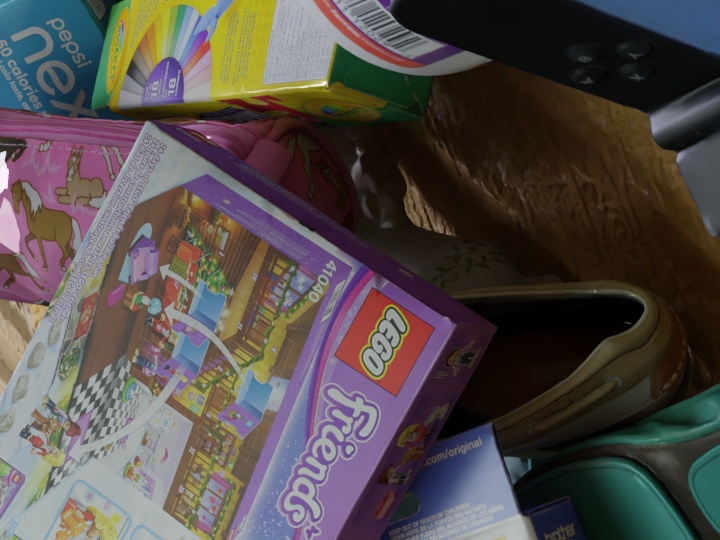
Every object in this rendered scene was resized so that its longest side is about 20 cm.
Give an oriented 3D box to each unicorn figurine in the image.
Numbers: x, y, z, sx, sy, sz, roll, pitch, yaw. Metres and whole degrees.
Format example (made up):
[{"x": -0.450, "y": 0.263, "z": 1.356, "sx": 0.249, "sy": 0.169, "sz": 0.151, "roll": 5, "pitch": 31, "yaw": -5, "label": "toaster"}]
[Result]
[{"x": 0.000, "y": 0.000, "z": 0.994, "sx": 0.200, "sy": 0.137, "sz": 0.074, "roll": 29, "pitch": 160, "yaw": 22, "label": "unicorn figurine"}]

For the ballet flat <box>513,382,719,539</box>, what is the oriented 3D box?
[{"x": 0.124, "y": 0.069, "z": 0.838, "sx": 0.200, "sy": 0.070, "sz": 0.067, "roll": -31, "pitch": 90, "yaw": 52, "label": "ballet flat"}]

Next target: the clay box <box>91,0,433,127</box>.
[{"x": -0.035, "y": -0.113, "z": 0.955, "sx": 0.200, "sy": 0.047, "sz": 0.115, "roll": 2, "pitch": 78, "yaw": 59, "label": "clay box"}]

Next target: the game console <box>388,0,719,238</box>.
[{"x": 0.129, "y": -0.044, "z": 0.646, "sx": 0.200, "sy": 0.176, "sz": 0.117, "roll": -28, "pitch": 55, "yaw": 48, "label": "game console"}]

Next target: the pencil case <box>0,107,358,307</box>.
[{"x": -0.094, "y": -0.023, "z": 0.964, "sx": 0.200, "sy": 0.086, "sz": 0.083, "roll": 8, "pitch": 86, "yaw": 38, "label": "pencil case"}]

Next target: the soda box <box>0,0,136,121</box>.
[{"x": -0.099, "y": -0.048, "z": 1.095, "sx": 0.200, "sy": 0.068, "sz": 0.064, "roll": 60, "pitch": -157, "yaw": -24, "label": "soda box"}]

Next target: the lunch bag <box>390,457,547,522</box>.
[{"x": 0.050, "y": 0.157, "z": 0.981, "sx": 0.160, "sy": 0.077, "sz": 0.201, "roll": 169, "pitch": 111, "yaw": -67, "label": "lunch bag"}]

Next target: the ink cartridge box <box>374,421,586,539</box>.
[{"x": 0.042, "y": 0.160, "z": 0.859, "sx": 0.119, "sy": 0.042, "sz": 0.200, "roll": -24, "pitch": 86, "yaw": 33, "label": "ink cartridge box"}]

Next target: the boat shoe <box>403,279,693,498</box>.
[{"x": 0.016, "y": 0.040, "z": 0.887, "sx": 0.068, "sy": 0.199, "sz": 0.075, "roll": 64, "pitch": -169, "yaw": -62, "label": "boat shoe"}]

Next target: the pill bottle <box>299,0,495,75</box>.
[{"x": 0.059, "y": -0.129, "z": 0.761, "sx": 0.200, "sy": 0.111, "sz": 0.112, "roll": -12, "pitch": 100, "yaw": 63, "label": "pill bottle"}]

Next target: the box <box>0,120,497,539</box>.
[{"x": -0.060, "y": 0.069, "z": 0.855, "sx": 0.137, "sy": 0.039, "sz": 0.200, "roll": 34, "pitch": 101, "yaw": 23, "label": "box"}]
